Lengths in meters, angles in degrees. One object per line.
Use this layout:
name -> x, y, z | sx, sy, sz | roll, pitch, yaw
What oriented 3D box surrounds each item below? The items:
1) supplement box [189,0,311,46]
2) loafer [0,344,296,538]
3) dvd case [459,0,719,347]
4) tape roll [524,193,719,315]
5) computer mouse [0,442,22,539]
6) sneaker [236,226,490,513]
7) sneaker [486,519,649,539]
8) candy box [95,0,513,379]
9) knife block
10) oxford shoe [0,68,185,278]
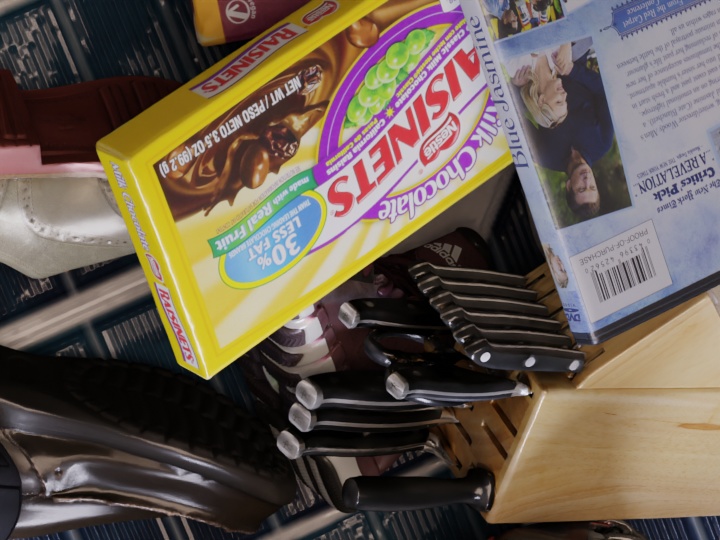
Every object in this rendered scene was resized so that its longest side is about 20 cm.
supplement box -> 0.023, -0.164, 1.163 | 0.199, 0.086, 0.111 | -11, 100, 2
loafer -> -0.126, 0.075, 1.196 | 0.199, 0.073, 0.072 | 15, 110, -6
dvd case -> 0.109, -0.090, 1.103 | 0.142, 0.018, 0.201 | -24, 101, -26
tape roll -> 0.167, -0.050, 1.221 | 0.202, 0.037, 0.203 | -11, 124, -17
computer mouse -> -0.241, 0.074, 1.140 | 0.200, 0.046, 0.140 | 40, 112, -7
sneaker -> 0.000, 0.000, 1.188 | 0.115, 0.076, 0.200 | -37, 142, -19
sneaker -> 0.089, 0.124, 1.189 | 0.082, 0.200, 0.077 | -33, 95, -18
candy box -> -0.001, -0.055, 1.085 | 0.200, 0.026, 0.102 | -36, 129, -24
knife block -> 0.069, 0.066, 1.177 | 0.175, 0.064, 0.200 | -33, 137, 0
oxford shoe -> -0.107, -0.034, 1.193 | 0.199, 0.071, 0.075 | 8, 127, -19
